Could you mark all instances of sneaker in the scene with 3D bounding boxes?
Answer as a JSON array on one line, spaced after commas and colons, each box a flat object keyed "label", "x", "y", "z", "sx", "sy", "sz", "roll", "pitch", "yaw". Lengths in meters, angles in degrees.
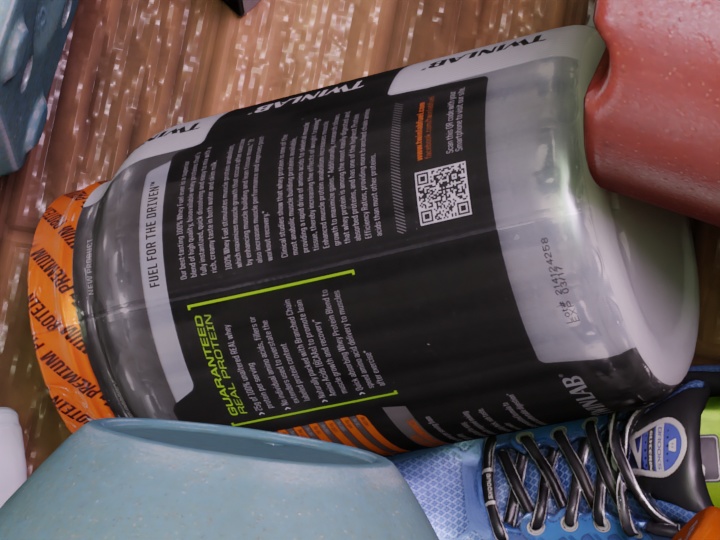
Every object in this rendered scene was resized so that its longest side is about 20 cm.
[{"label": "sneaker", "x": 0.085, "y": 0.062, "z": 0.804, "sx": 0.199, "sy": 0.089, "sz": 0.079, "roll": -9, "pitch": 75, "yaw": 0}]

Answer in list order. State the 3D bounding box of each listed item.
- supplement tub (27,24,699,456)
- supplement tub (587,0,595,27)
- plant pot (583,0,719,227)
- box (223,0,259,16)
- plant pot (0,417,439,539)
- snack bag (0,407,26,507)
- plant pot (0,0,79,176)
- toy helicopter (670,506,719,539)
[{"label": "supplement tub", "x": 0.000, "y": 0.000, "z": 0.780, "sx": 0.199, "sy": 0.122, "sz": 0.123, "roll": -12, "pitch": 75, "yaw": 21}, {"label": "supplement tub", "x": 0.185, "y": -0.088, "z": 0.813, "sx": 0.199, "sy": 0.140, "sz": 0.141, "roll": 19, "pitch": 77, "yaw": 6}, {"label": "plant pot", "x": 0.173, "y": -0.074, "z": 0.658, "sx": 0.194, "sy": 0.201, "sz": 0.202, "roll": 14, "pitch": 77, "yaw": 14}, {"label": "box", "x": -0.076, "y": -0.207, "z": 0.886, "sx": 0.200, "sy": 0.060, "sz": 0.117, "roll": 42, "pitch": 80, "yaw": 9}, {"label": "plant pot", "x": -0.044, "y": 0.117, "z": 0.705, "sx": 0.199, "sy": 0.200, "sz": 0.136, "roll": 8, "pitch": 91, "yaw": 2}, {"label": "snack bag", "x": -0.166, "y": 0.138, "z": 0.761, "sx": 0.188, "sy": 0.021, "sz": 0.201, "roll": 3, "pitch": 75, "yaw": -43}, {"label": "plant pot", "x": -0.192, "y": -0.126, "z": 0.804, "sx": 0.199, "sy": 0.196, "sz": 0.197, "roll": 16, "pitch": 77, "yaw": 0}, {"label": "toy helicopter", "x": 0.171, "y": 0.054, "z": 0.713, "sx": 0.079, "sy": 0.132, "sz": 0.200, "roll": 40, "pitch": 68, "yaw": 4}]
